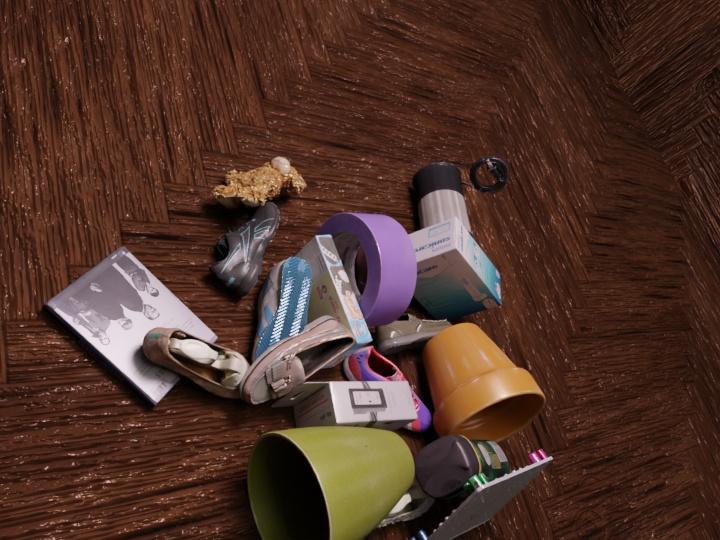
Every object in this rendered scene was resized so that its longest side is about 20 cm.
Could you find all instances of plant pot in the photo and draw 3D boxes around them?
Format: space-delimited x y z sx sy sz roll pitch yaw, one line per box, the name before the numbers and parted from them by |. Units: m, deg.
plant pot | 0.206 0.206 1.136 0.200 0.200 0.184 8 42 -37
plant pot | -0.025 0.295 0.863 0.200 0.187 0.188 -7 67 -42

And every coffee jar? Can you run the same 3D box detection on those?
coffee jar | 0.170 0.328 1.022 0.200 0.104 0.086 29 30 -54

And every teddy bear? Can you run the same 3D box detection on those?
teddy bear | -0.176 -0.159 1.100 0.200 0.145 0.067 -26 114 -42

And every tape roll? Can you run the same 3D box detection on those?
tape roll | 0.000 0.000 1.080 0.085 0.200 0.201 0 62 -41

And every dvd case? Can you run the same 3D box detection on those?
dvd case | -0.322 0.077 0.882 0.200 0.025 0.150 46 43 -8

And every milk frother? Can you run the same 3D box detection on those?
milk frother | 0.234 -0.148 1.384 0.180 0.200 0.189 19 51 -35

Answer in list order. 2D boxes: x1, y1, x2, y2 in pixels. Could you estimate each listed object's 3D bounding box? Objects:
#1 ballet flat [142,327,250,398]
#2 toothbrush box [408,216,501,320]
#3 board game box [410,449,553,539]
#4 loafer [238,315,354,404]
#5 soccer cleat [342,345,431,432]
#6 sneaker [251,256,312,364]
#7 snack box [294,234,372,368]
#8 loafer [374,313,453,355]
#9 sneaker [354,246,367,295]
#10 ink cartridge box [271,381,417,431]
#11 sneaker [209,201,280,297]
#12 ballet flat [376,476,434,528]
ballet flat | -0.213 0.134 0.876 0.200 0.067 0.068 30 54 -40
toothbrush box | 0.172 0.005 1.222 0.200 0.146 0.086 43 39 -38
board game box | 0.196 0.374 0.998 0.199 0.200 0.026 -2 44 -42
loafer | -0.092 0.137 0.930 0.063 0.072 0.200 24 45 35
soccer cleat | 0.060 0.211 1.079 0.200 0.073 0.068 43 43 -9
sneaker | -0.134 0.080 1.008 0.076 0.081 0.201 24 68 -28
snack box | -0.060 0.054 1.053 0.037 0.116 0.201 -5 66 -42
loafer | 0.104 0.111 1.183 0.200 0.075 0.070 -3 64 -45
sneaker | 0.029 -0.039 1.193 0.075 0.115 0.201 14 54 -33
ink cartridge box | -0.025 0.224 0.966 0.199 0.116 0.068 7 57 -36
sneaker | -0.194 -0.053 1.044 0.079 0.075 0.200 29 47 -19
ballet flat | 0.069 0.369 0.986 0.200 0.072 0.072 -5 66 -43
